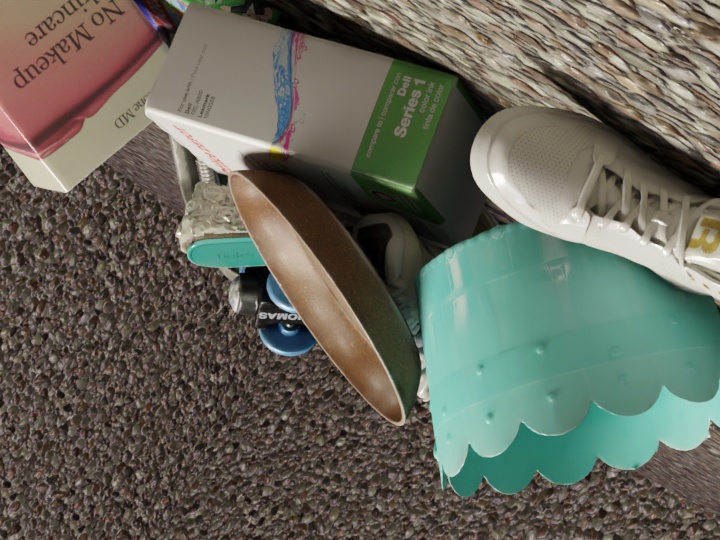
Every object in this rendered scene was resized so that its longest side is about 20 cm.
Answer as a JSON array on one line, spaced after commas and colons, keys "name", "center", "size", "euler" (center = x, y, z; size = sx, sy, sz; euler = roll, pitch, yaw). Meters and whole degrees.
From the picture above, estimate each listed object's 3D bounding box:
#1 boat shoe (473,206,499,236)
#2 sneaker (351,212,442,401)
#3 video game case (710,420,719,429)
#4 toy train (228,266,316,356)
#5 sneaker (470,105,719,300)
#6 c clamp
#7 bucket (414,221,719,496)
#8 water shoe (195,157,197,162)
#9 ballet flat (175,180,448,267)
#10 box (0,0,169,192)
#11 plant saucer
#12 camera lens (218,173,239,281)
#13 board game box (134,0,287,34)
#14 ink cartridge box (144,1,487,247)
[{"name": "boat shoe", "center": [0.047, -0.059, 1.630], "size": [0.200, 0.075, 0.068], "euler": [42, -160, 7]}, {"name": "sneaker", "center": [0.047, 0.012, 1.404], "size": [0.200, 0.081, 0.075], "euler": [67, 177, -60]}, {"name": "video game case", "center": [0.262, 0.084, 1.739], "size": [0.180, 0.026, 0.200], "euler": [28, -170, 29]}, {"name": "toy train", "center": [0.000, 0.000, 1.544], "size": [0.199, 0.115, 0.087], "euler": [2, 146, -9]}, {"name": "sneaker", "center": [0.166, -0.035, 1.143], "size": [0.200, 0.074, 0.115], "euler": [22, 178, -27]}, {"name": "c clamp", "center": [-0.128, -0.100, 1.574], "size": [0.171, 0.027, 0.201], "euler": [-132, 29, -55]}, {"name": "bucket", "center": [0.133, 0.050, 1.291], "size": [0.206, 0.135, 0.207], "euler": [-12, 164, -3]}, {"name": "water shoe", "center": [-0.129, -0.134, 1.866], "size": [0.071, 0.079, 0.200], "euler": [29, 175, 21]}, {"name": "ballet flat", "center": [-0.030, -0.034, 1.466], "size": [0.199, 0.072, 0.072], "euler": [6, 177, -4]}, {"name": "box", "center": [-0.234, -0.172, 1.471], "size": [0.200, 0.128, 0.109], "euler": [53, 167, -18]}, {"name": "plant saucer", "center": [-0.018, 0.011, 1.356], "size": [0.200, 0.034, 0.200], "euler": [52, 168, 15]}, {"name": "camera lens", "center": [-0.033, -0.030, 1.850], "size": [0.160, 0.160, 0.200], "euler": [28, 175, 32]}, {"name": "board game box", "center": [-0.111, -0.186, 1.515], "size": [0.134, 0.029, 0.200], "euler": [29, 175, 7]}, {"name": "ink cartridge box", "center": [-0.022, -0.095, 1.374], "size": [0.199, 0.084, 0.145], "euler": [18, 171, 20]}]
